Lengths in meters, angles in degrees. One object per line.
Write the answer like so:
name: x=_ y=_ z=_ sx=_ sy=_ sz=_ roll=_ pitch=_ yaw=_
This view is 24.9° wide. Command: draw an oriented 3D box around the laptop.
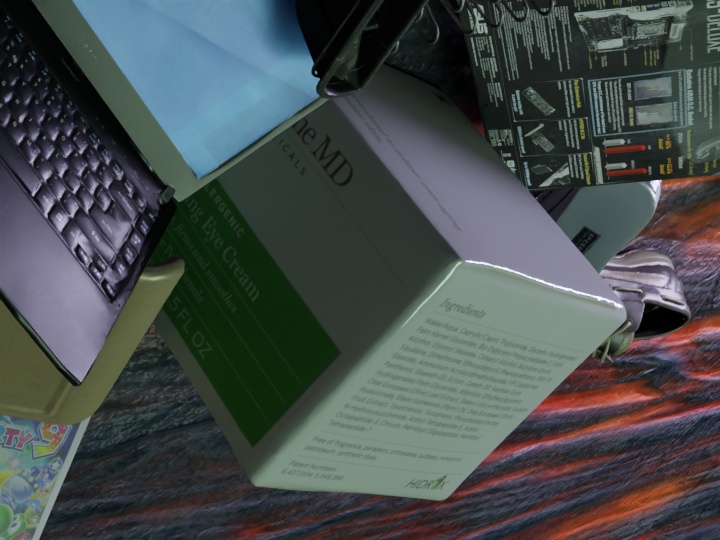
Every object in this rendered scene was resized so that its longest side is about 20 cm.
laptop: x=-0.101 y=-0.088 z=0.702 sx=0.103 sy=0.200 sz=0.177 roll=-16 pitch=122 yaw=30

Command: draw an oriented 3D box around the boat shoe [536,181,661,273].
boat shoe: x=0.155 y=-0.029 z=1.182 sx=0.200 sy=0.074 sz=0.065 roll=-40 pitch=-163 yaw=46

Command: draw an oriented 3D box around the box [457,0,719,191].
box: x=0.146 y=-0.124 z=0.965 sx=0.157 sy=0.050 sz=0.200 roll=-5 pitch=148 yaw=10

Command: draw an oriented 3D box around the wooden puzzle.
wooden puzzle: x=-0.206 y=0.020 z=0.812 sx=0.199 sy=0.037 sz=0.185 roll=8 pitch=151 yaw=-21

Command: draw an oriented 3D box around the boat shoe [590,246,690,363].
boat shoe: x=0.194 y=0.031 z=1.309 sx=0.200 sy=0.073 sz=0.075 roll=-13 pitch=144 yaw=-36

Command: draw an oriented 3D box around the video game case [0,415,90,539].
video game case: x=-0.239 y=0.132 z=0.940 sx=0.143 sy=0.018 sz=0.200 roll=22 pitch=91 yaw=-47

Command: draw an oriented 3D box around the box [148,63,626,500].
box: x=0.000 y=0.000 z=0.922 sx=0.171 sy=0.199 sz=0.200 roll=-47 pitch=150 yaw=18

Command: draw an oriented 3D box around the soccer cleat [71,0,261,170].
soccer cleat: x=-0.109 y=-0.102 z=0.809 sx=0.200 sy=0.070 sz=0.086 roll=-54 pitch=-174 yaw=8

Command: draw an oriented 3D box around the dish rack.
dish rack: x=0.073 y=-0.157 z=0.739 sx=0.200 sy=0.055 sz=0.153 roll=-20 pitch=165 yaw=-32
